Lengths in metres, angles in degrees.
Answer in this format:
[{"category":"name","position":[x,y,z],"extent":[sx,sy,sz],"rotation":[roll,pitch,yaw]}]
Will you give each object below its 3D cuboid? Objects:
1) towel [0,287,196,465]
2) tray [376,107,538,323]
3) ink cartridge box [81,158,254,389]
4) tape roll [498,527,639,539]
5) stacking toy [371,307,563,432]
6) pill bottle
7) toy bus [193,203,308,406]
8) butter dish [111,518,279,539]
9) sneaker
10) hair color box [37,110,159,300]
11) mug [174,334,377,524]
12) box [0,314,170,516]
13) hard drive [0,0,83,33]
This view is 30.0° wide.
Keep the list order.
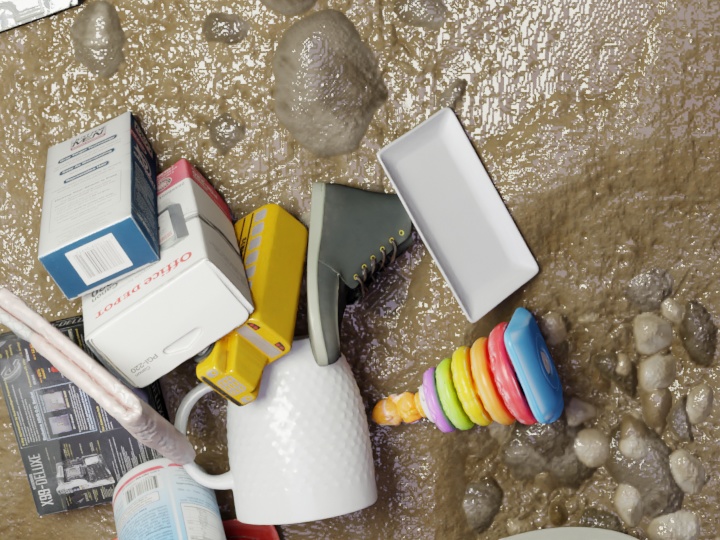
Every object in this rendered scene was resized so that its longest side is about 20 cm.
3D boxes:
[{"category":"towel","position":[-0.251,0.106,1.277],"extent":[0.191,0.200,0.032],"rotation":[37,81,17]},{"category":"tray","position":[0.097,-0.056,1.376],"extent":[0.107,0.022,0.200],"rotation":[-35,101,-27]},{"category":"ink cartridge box","position":[-0.196,0.000,1.318],"extent":[0.145,0.200,0.085],"rotation":[-33,126,8]},{"category":"tape roll","position":[0.213,0.370,1.391],"extent":[0.202,0.203,0.140],"rotation":[-8,101,4]},{"category":"stacking toy","position":[0.102,0.127,1.403],"extent":[0.199,0.116,0.110],"rotation":[-20,98,18]},{"category":"pill bottle","position":[-0.184,0.293,1.348],"extent":[0.108,0.200,0.109],"rotation":[-9,131,-11]},{"category":"toy bus","position":[-0.105,0.033,1.330],"extent":[0.078,0.200,0.065],"rotation":[-28,127,31]},{"category":"butter dish","position":[-0.174,0.385,1.435],"extent":[0.199,0.148,0.201],"rotation":[-9,101,3]},{"category":"sneaker","position":[0.000,0.000,1.342],"extent":[0.106,0.075,0.201],"rotation":[2,64,-2]},{"category":"hair color box","position":[-0.253,-0.067,1.312],"extent":[0.100,0.200,0.061],"rotation":[-23,126,7]},{"category":"mug","position":[-0.091,0.161,1.379],"extent":[0.199,0.148,0.176],"rotation":[-7,90,-8]},{"category":"box","position":[-0.291,0.150,1.438],"extent":[0.157,0.050,0.201],"rotation":[-13,101,5]},{"category":"hard drive","position":[-0.395,-0.302,1.351],"extent":[0.199,0.038,0.140],"rotation":[-17,101,5]}]
